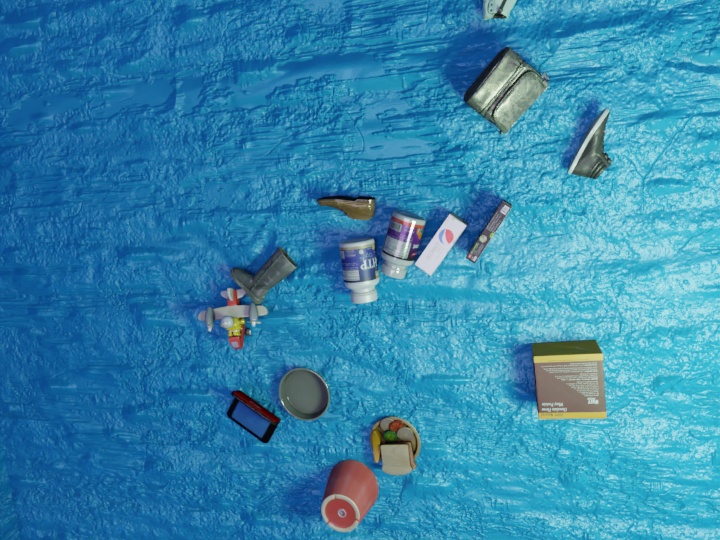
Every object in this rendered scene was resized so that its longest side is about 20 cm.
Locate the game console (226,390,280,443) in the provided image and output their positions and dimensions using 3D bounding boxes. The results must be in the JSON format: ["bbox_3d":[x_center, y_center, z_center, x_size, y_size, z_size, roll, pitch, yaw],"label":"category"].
[{"bbox_3d":[-0.410,0.548,2.014,0.199,0.172,0.119,33,81,7],"label":"game console"}]

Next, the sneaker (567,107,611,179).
[{"bbox_3d":[0.685,-0.355,1.555,0.098,0.071,0.202,25,112,8],"label":"sneaker"}]

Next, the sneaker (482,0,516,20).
[{"bbox_3d":[0.349,-0.792,1.555,0.199,0.074,0.119,22,99,8],"label":"sneaker"}]

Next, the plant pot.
[{"bbox_3d":[-0.046,0.810,1.927,0.198,0.177,0.203,3,102,14],"label":"plant pot"}]

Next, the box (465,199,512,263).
[{"bbox_3d":[0.393,-0.121,1.658,0.035,0.110,0.201,33,107,7],"label":"box"}]

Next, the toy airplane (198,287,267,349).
[{"bbox_3d":[-0.456,0.159,1.933,0.199,0.141,0.200,40,101,1],"label":"toy airplane"}]

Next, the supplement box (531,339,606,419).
[{"bbox_3d":[0.635,0.334,1.665,0.195,0.133,0.202,-5,99,16],"label":"supplement box"}]

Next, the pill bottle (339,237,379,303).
[{"bbox_3d":[0.000,0.000,1.787,0.118,0.120,0.202,-5,100,16],"label":"pill bottle"}]

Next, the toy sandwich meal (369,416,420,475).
[{"bbox_3d":[0.117,0.615,1.898,0.203,0.070,0.208,3,101,15],"label":"toy sandwich meal"}]

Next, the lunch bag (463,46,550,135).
[{"bbox_3d":[0.421,-0.517,1.566,0.167,0.140,0.200,37,109,-11],"label":"lunch bag"}]

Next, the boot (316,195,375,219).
[{"bbox_3d":[-0.050,-0.207,1.791,0.198,0.074,0.076,6,112,12],"label":"boot"}]

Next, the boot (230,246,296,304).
[{"bbox_3d":[-0.343,-0.006,1.908,0.182,0.072,0.200,43,108,10],"label":"boot"}]

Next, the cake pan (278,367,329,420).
[{"bbox_3d":[-0.200,0.445,1.972,0.198,0.037,0.203,3,102,15],"label":"cake pan"}]

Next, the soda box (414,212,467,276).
[{"bbox_3d":[0.257,-0.084,1.728,0.068,0.064,0.201,36,107,6],"label":"soda box"}]

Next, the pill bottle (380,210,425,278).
[{"bbox_3d":[0.130,-0.081,1.739,0.110,0.111,0.202,19,106,11],"label":"pill bottle"}]
